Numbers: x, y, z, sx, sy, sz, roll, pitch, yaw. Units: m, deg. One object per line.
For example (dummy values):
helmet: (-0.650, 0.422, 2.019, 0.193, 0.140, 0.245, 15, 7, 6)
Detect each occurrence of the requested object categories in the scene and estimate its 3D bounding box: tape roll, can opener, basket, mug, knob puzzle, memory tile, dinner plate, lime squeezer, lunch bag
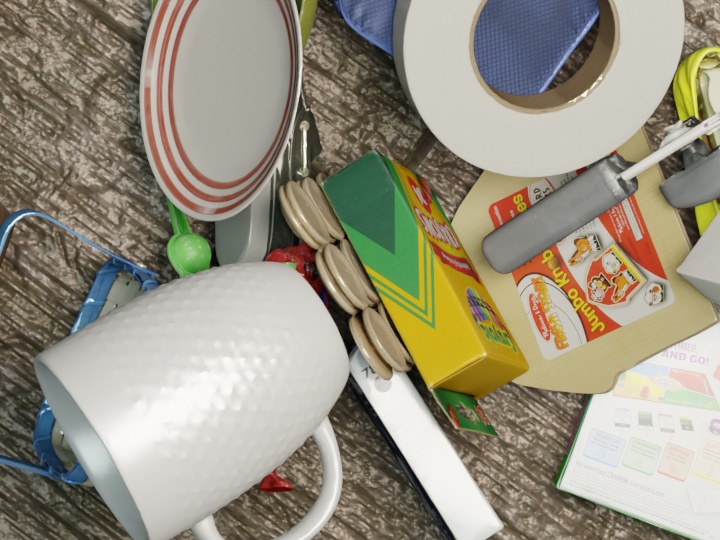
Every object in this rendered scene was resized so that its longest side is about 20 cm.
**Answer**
tape roll: (0.122, -0.163, 1.482, 0.202, 0.037, 0.203, -5, 112, -12)
can opener: (0.181, -0.046, 1.525, 0.200, 0.053, 0.067, -34, 87, 24)
basket: (-0.196, 0.072, 1.551, 0.200, 0.139, 0.177, 27, 89, -29)
mug: (-0.091, 0.098, 1.437, 0.175, 0.148, 0.200, -31, 98, -16)
knob puzzle: (0.145, -0.001, 1.586, 0.219, 0.030, 0.220, -3, 84, 26)
memory tile: (0.000, 0.000, 1.526, 0.017, 0.200, 0.154, -32, 89, 12)
dinner plate: (-0.094, -0.134, 1.521, 0.024, 0.200, 0.201, 1, 89, -37)
lime squeezer: (-0.113, -0.016, 1.561, 0.038, 0.200, 0.071, -7, 120, -30)
lunch bag: (0.070, -0.206, 1.545, 0.200, 0.132, 0.136, 34, 100, -23)

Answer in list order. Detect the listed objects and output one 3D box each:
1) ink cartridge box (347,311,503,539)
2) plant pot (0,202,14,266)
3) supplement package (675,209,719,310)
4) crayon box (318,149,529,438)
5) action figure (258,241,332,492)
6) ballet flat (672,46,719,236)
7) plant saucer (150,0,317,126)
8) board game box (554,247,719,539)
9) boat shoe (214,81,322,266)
ink cartridge box: (0.031, 0.109, 1.572, 0.039, 0.099, 0.200, -31, 87, -5)
plant pot: (-0.346, 0.013, 1.563, 0.187, 0.187, 0.200, 37, 76, 2)
supplement package: (0.368, -0.005, 1.491, 0.200, 0.147, 0.191, 40, 82, -25)
crayon box: (0.054, 0.019, 1.537, 0.051, 0.127, 0.200, -31, 76, 12)
action figure: (-0.050, 0.054, 1.544, 0.065, 0.052, 0.201, 21, 70, -28)
ballet flat: (0.270, -0.070, 1.559, 0.067, 0.067, 0.201, -11, 74, -9)
plant saucer: (-0.086, -0.202, 1.558, 0.031, 0.200, 0.201, 4, 89, -37)
board game box: (0.247, 0.091, 1.594, 0.153, 0.040, 0.201, 21, 90, 2)
boat shoe: (-0.065, -0.094, 1.600, 0.064, 0.071, 0.201, 7, 87, -34)
